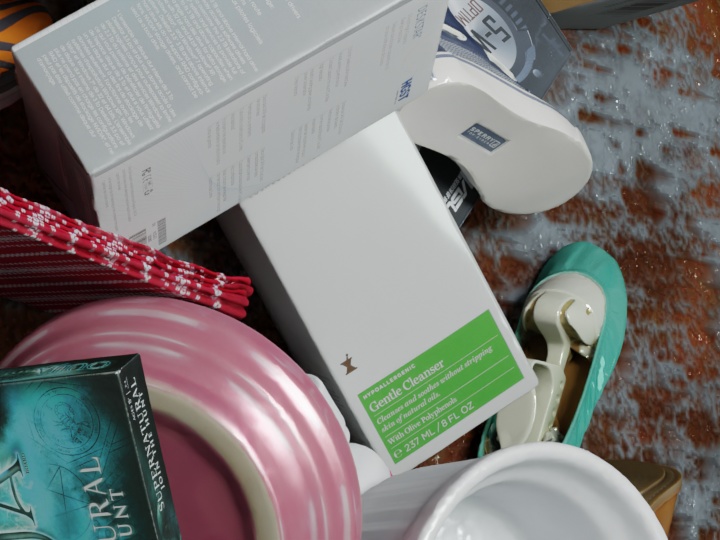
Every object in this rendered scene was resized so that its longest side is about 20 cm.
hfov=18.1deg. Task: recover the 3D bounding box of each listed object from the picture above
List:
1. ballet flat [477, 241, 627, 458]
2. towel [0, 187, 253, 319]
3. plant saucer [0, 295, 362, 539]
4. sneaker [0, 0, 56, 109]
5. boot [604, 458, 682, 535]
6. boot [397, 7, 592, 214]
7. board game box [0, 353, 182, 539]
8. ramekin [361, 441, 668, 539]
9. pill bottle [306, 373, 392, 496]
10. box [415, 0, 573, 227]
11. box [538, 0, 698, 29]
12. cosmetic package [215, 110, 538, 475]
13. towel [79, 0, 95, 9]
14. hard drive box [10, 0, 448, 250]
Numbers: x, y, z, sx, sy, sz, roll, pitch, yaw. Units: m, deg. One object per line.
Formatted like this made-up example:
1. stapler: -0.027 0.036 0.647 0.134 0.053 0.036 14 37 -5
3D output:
1. ballet flat: 0.118 0.058 1.382 0.070 0.067 0.201 63 39 -57
2. towel: -0.164 -0.011 1.060 0.200 0.144 0.023 23 72 -41
3. plant saucer: -0.100 0.113 1.059 0.201 0.200 0.051 69 21 -9
4. sneaker: -0.222 -0.123 1.052 0.200 0.077 0.113 -29 124 -45
5. boot: 0.155 0.210 1.397 0.200 0.073 0.155 -46 137 -66
6. boot: 0.067 -0.104 1.309 0.200 0.073 0.091 33 30 -56
7. board game box: -0.144 0.142 1.037 0.028 0.135 0.201 -43 123 -66
8. ramekin: 0.062 0.187 1.123 0.200 0.098 0.202 6 81 -40
9. pill bottle: -0.017 0.163 1.196 0.113 0.113 0.201 -44 113 -41
10. box: 0.034 -0.128 1.360 0.160 0.043 0.200 54 49 -23
11. box: 0.162 -0.267 1.443 0.106 0.152 0.201 -7 86 -45
12. cosmetic package: 0.000 0.000 1.247 0.107 0.085 0.201 -33 109 -12
13. towel: -0.082 -0.221 1.239 0.149 0.031 0.201 7 73 -28
14. hard drive box: -0.061 -0.097 1.104 0.199 0.156 0.077 -30 77 -12
